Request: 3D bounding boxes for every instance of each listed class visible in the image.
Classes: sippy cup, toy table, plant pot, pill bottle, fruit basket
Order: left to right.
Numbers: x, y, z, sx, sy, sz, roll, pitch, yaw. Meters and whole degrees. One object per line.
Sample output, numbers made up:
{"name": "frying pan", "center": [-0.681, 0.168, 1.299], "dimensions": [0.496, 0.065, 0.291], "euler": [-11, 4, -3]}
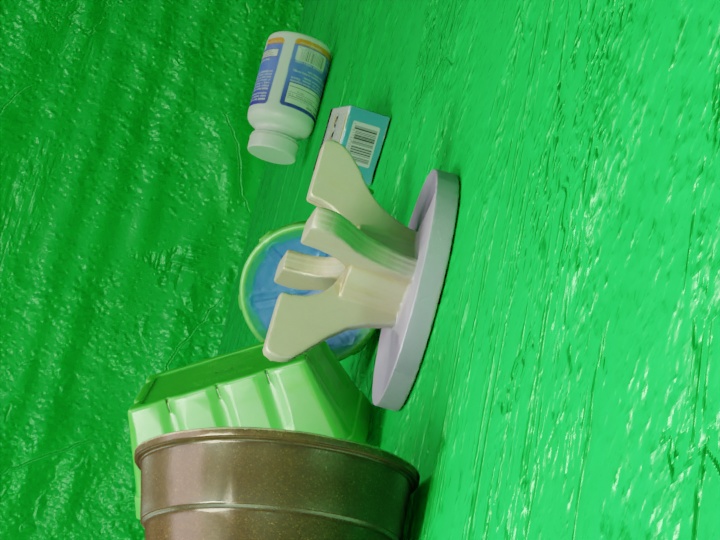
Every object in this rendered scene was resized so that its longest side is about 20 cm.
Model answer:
{"name": "fruit basket", "center": [-0.083, 0.169, 1.487], "dimensions": [0.156, 0.215, 0.216], "euler": [-75, 3, -73]}
{"name": "plant pot", "center": [-0.064, 0.229, 1.180], "dimensions": [0.200, 0.200, 0.199], "euler": [124, 152, -67]}
{"name": "pill bottle", "center": [-0.122, -0.281, 2.850], "dimensions": [0.112, 0.112, 0.200], "euler": [135, 150, -74]}
{"name": "sippy cup", "center": [-0.038, 0.008, 1.643], "dimensions": [0.178, 0.140, 0.130], "euler": [-32, 7, 13]}
{"name": "toy table", "center": [0.000, 0.000, 1.395], "dimensions": [0.184, 0.117, 0.200], "euler": [121, 164, -61]}

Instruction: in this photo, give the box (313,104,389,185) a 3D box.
{"name": "box", "center": [-0.012, -0.145, 2.019], "dimensions": [0.200, 0.049, 0.082], "euler": [-146, 72, -82]}
